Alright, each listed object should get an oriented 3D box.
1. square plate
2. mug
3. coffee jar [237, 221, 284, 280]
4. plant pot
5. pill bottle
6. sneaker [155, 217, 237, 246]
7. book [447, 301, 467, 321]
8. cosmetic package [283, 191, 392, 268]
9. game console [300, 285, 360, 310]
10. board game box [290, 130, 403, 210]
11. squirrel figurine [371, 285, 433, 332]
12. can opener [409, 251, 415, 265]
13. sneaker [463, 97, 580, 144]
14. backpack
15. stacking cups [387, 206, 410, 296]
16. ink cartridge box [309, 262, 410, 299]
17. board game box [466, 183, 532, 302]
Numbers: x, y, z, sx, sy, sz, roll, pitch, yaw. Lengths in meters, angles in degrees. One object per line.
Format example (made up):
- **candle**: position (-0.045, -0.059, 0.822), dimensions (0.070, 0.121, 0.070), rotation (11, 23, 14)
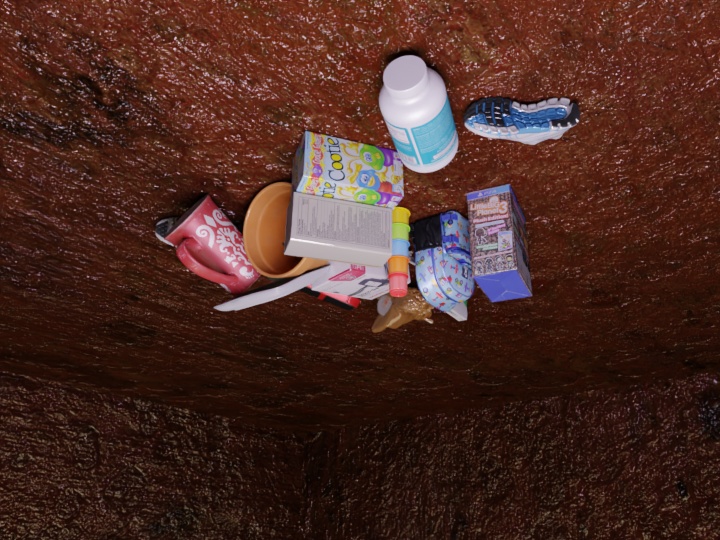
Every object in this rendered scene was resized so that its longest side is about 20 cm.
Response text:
- **square plate**: position (-0.189, 0.042, 1.337), dimensions (0.199, 0.029, 0.198), rotation (-16, -175, 34)
- **mug**: position (-0.322, -0.034, 1.331), dimensions (0.133, 0.178, 0.200), rotation (-20, 120, 47)
- **coffee jar**: position (-0.224, -0.050, 1.488), dimensions (0.103, 0.086, 0.200), rotation (1, 156, 16)
- **plant pot**: position (-0.137, -0.081, 1.324), dimensions (0.199, 0.202, 0.140), rotation (-16, 168, 31)
- **pill bottle**: position (0.095, -0.259, 1.009), dimensions (0.110, 0.112, 0.200), rotation (-7, 154, 15)
- **sneaker**: position (-0.390, -0.077, 1.459), dimensions (0.198, 0.076, 0.081), rotation (9, 163, -16)
- **book**: position (0.224, 0.042, 1.618), dimensions (0.048, 0.135, 0.200), rotation (-16, 151, 30)
- **cosmetic package**: position (-0.042, -0.075, 1.165), dimensions (0.198, 0.105, 0.073), rotation (9, 155, -14)
- **game console**: position (-0.092, 0.058, 1.589), dimensions (0.175, 0.031, 0.200), rotation (23, 171, -4)
- **board game box**: position (-0.027, -0.181, 1.183), dimensions (0.198, 0.106, 0.103), rotation (8, 154, -18)
- **squirrel figurine**: position (0.153, 0.102, 1.752), dimensions (0.185, 0.143, 0.199), rotation (12, 156, -37)
- **can opener**: position (0.064, -0.050, 1.506), dimensions (0.199, 0.053, 0.067), rotation (28, 109, -41)
- **sneaker**: position (0.277, -0.252, 1.073), dimensions (0.198, 0.076, 0.087), rotation (2, 161, -2)
- **backpack**: position (0.207, -0.014, 1.423), dimensions (0.134, 0.202, 0.182), rotation (-18, 148, 35)
- **stacking cups**: position (0.082, -0.043, 1.361), dimensions (0.060, 0.202, 0.061), rotation (2, 154, 1)
- **ink cartridge box**: position (0.000, 0.000, 1.439), dimensions (0.199, 0.085, 0.144), rotation (11, 154, -42)
- **board game box**: position (0.305, -0.056, 1.330), dimensions (0.096, 0.202, 0.159), rotation (-10, 152, 24)
